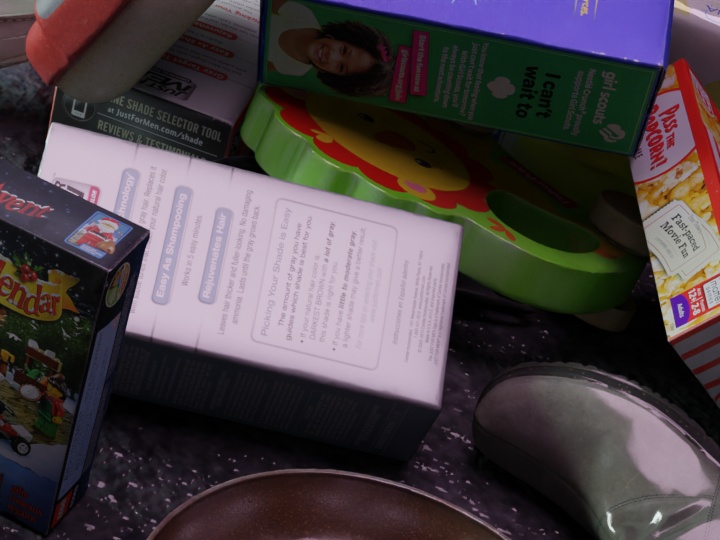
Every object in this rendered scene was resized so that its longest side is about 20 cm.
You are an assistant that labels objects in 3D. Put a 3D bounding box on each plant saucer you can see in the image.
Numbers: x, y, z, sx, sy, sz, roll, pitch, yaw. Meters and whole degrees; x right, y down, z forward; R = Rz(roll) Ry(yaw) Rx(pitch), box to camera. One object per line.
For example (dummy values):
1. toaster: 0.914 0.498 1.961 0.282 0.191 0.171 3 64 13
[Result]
1. plant saucer: 0.002 0.157 0.747 0.198 0.032 0.201 12 34 -8

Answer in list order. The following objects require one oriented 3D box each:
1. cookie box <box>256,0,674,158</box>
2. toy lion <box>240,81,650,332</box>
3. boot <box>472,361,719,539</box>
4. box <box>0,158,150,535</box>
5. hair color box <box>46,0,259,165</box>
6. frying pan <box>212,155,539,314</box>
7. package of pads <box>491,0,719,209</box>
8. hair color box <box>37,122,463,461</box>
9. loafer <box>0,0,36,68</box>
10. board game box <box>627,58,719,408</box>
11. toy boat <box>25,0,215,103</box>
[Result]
1. cookie box: 0.061 -0.162 0.973 0.198 0.075 0.172 11 57 3
2. toy lion: 0.041 -0.042 0.983 0.200 0.069 0.191 38 24 26
3. boot: 0.121 0.123 0.829 0.199 0.068 0.131 26 40 14
4. box: -0.192 0.006 0.775 0.199 0.137 0.038 25 34 10
5. hair color box: -0.094 -0.118 1.070 0.101 0.062 0.200 20 33 4
6. frying pan: -0.008 -0.013 0.982 0.189 0.031 0.115 1 46 -36
7. package of pads: 0.118 -0.121 1.089 0.198 0.155 0.068 23 38 6
8. hair color box: -0.059 0.011 0.872 0.198 0.061 0.100 14 58 -8
9. loafer: -0.244 -0.147 1.000 0.198 0.070 0.070 -1 35 -6
10. board game box: 0.193 0.009 0.957 0.152 0.046 0.201 49 23 -32
11. toy boat: -0.121 -0.185 0.959 0.131 0.130 0.200 43 32 -11
